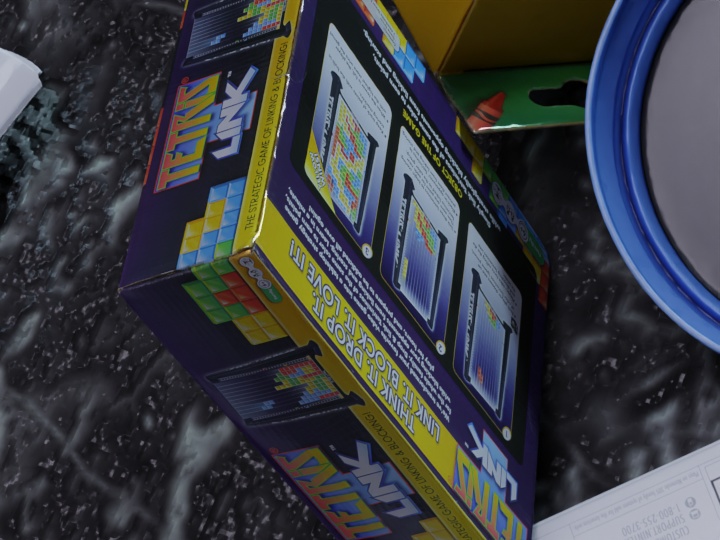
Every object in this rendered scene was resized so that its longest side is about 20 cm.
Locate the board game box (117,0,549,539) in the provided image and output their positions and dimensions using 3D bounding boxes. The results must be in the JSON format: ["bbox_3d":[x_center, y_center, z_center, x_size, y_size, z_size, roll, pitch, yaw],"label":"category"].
[{"bbox_3d":[0.000,0.000,0.794,0.056,0.200,0.166,-15,44,26],"label":"board game box"}]

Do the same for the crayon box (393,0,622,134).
[{"bbox_3d":[0.065,-0.146,0.904,0.126,0.051,0.201,-7,54,-30],"label":"crayon box"}]

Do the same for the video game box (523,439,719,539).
[{"bbox_3d":[0.121,0.163,0.778,0.199,0.047,0.183,-26,56,13],"label":"video game box"}]

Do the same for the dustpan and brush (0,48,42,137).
[{"bbox_3d":[-0.248,-0.076,1.063,0.199,0.057,0.140,34,83,26],"label":"dustpan and brush"}]

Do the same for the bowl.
[{"bbox_3d":[0.184,-0.056,0.820,0.199,0.039,0.202,-2,85,17],"label":"bowl"}]
